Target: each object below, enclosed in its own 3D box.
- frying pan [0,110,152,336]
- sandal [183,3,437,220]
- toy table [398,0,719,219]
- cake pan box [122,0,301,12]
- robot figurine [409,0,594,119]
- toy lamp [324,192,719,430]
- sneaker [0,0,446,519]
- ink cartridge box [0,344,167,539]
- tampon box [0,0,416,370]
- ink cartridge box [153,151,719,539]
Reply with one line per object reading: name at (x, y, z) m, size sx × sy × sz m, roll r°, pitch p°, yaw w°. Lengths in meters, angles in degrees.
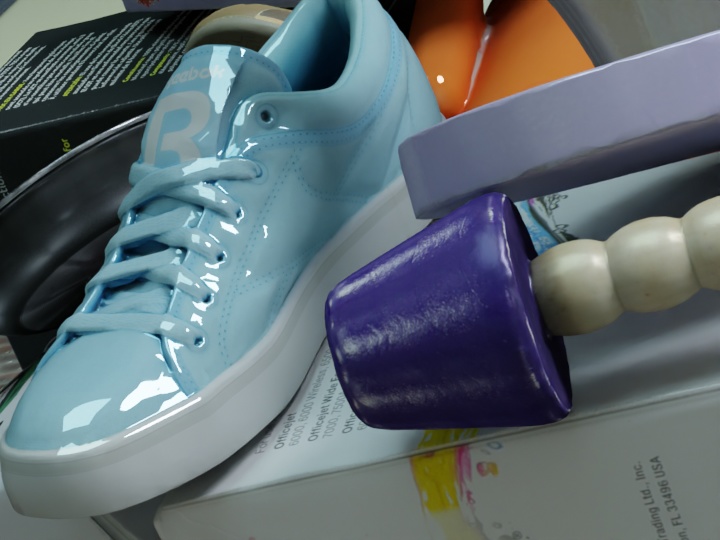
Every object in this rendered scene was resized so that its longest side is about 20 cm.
frying pan at (-0.098, 0.003, 0.775) m, size 0.115 × 0.031 × 0.190 m, roll -28°, pitch -15°, yaw -31°
sandal at (0.000, 0.000, 0.780) m, size 0.080 × 0.200 × 0.054 m, roll -20°, pitch 11°, yaw 40°
toy table at (0.094, -0.094, 0.584) m, size 0.199 × 0.117 × 0.184 m, roll -16°, pitch -3°, yaw -19°
cake pan box at (0.017, -0.154, 0.905) m, size 0.184 × 0.052 × 0.200 m, roll -27°, pitch 18°, yaw -28°
robot figurine at (0.092, -0.048, 0.871) m, size 0.143 × 0.117 × 0.200 m, roll 4°, pitch 45°, yaw 16°
toy lamp at (0.090, -0.007, 0.521) m, size 0.199 × 0.058 × 0.058 m, roll -16°, pitch 23°, yaw 13°
sneaker at (-0.044, -0.014, 0.623) m, size 0.074 × 0.082 × 0.200 m, roll -8°, pitch 28°, yaw 34°
ink cartridge box at (-0.108, 0.096, 0.730) m, size 0.200 × 0.084 × 0.146 m, roll -40°, pitch 13°, yaw 29°
tampon box at (-0.050, -0.032, 0.961) m, size 0.199 × 0.150 × 0.126 m, roll -10°, pitch 25°, yaw 24°
ink cartridge box at (0.073, 0.067, 0.633) m, size 0.199 × 0.148 × 0.145 m, roll -13°, pitch 24°, yaw 20°
